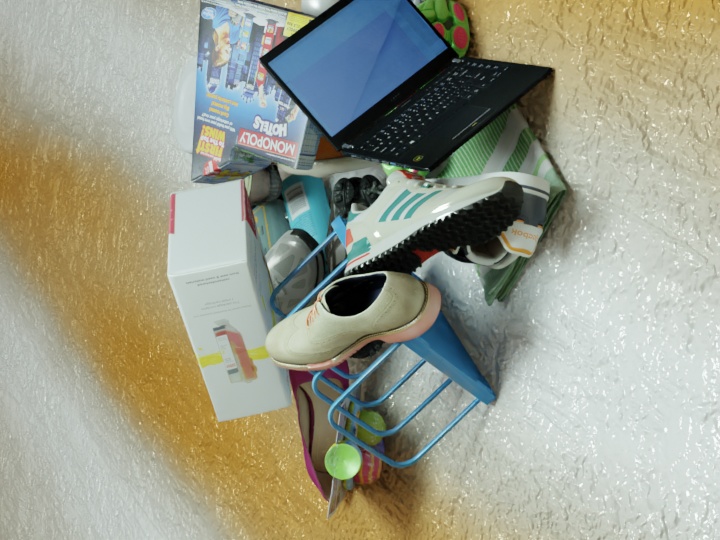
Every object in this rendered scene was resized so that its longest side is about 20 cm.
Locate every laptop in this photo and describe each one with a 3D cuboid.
[{"bbox_3d":[0.042,-0.192,1.578,0.200,0.177,0.103,16,138,49],"label":"laptop"}]

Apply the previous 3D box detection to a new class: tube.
[{"bbox_3d":[-0.047,-0.018,1.924,0.077,0.050,0.200,-52,45,51],"label":"tube"}]

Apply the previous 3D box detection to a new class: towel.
[{"bbox_3d":[0.125,-0.084,1.625,0.153,0.023,0.200,-63,34,34],"label":"towel"}]

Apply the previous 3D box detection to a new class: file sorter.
[{"bbox_3d":[0.013,0.072,1.641,0.123,0.139,0.200,-43,40,11],"label":"file sorter"}]

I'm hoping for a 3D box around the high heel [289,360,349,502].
[{"bbox_3d":[-0.037,0.157,1.795,0.200,0.067,0.096,79,-179,-47],"label":"high heel"}]

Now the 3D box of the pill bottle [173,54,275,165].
[{"bbox_3d":[-0.100,-0.175,1.885,0.113,0.200,0.113,-22,65,60],"label":"pill bottle"}]

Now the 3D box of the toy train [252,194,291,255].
[{"bbox_3d":[-0.107,-0.009,2.004,0.114,0.085,0.200,-38,49,39],"label":"toy train"}]

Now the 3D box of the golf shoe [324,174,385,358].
[{"bbox_3d":[0.000,0.000,1.815,0.094,0.078,0.201,134,139,-75],"label":"golf shoe"}]

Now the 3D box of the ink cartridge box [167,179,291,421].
[{"bbox_3d":[-0.133,0.031,1.718,0.145,0.083,0.200,-99,-4,-52],"label":"ink cartridge box"}]

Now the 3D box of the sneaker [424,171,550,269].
[{"bbox_3d":[0.096,-0.044,1.569,0.200,0.078,0.080,-4,75,58],"label":"sneaker"}]

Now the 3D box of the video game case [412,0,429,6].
[{"bbox_3d":[0.035,-0.323,1.806,0.200,0.023,0.182,-107,26,-43],"label":"video game case"}]

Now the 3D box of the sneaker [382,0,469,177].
[{"bbox_3d":[0.056,-0.185,1.713,0.084,0.077,0.201,159,129,-79],"label":"sneaker"}]

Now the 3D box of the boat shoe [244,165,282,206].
[{"bbox_3d":[-0.128,-0.108,1.975,0.201,0.066,0.072,-128,50,-77],"label":"boat shoe"}]

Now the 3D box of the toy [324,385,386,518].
[{"bbox_3d":[0.001,0.186,1.739,0.200,0.047,0.116,-12,-71,-81],"label":"toy"}]

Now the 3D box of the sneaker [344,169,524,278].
[{"bbox_3d":[0.058,-0.060,1.504,0.200,0.070,0.094,-28,58,39],"label":"sneaker"}]

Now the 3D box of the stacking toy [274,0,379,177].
[{"bbox_3d":[-0.033,-0.207,1.769,0.146,0.146,0.201,20,122,62],"label":"stacking toy"}]

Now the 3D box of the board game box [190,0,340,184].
[{"bbox_3d":[-0.102,-0.173,1.731,0.200,0.062,0.200,22,104,42],"label":"board game box"}]

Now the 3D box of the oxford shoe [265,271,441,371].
[{"bbox_3d":[-0.023,0.038,1.534,0.200,0.074,0.071,-23,49,36],"label":"oxford shoe"}]

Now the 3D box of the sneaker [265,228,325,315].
[{"bbox_3d":[-0.116,0.044,1.859,0.076,0.115,0.201,43,131,13],"label":"sneaker"}]
